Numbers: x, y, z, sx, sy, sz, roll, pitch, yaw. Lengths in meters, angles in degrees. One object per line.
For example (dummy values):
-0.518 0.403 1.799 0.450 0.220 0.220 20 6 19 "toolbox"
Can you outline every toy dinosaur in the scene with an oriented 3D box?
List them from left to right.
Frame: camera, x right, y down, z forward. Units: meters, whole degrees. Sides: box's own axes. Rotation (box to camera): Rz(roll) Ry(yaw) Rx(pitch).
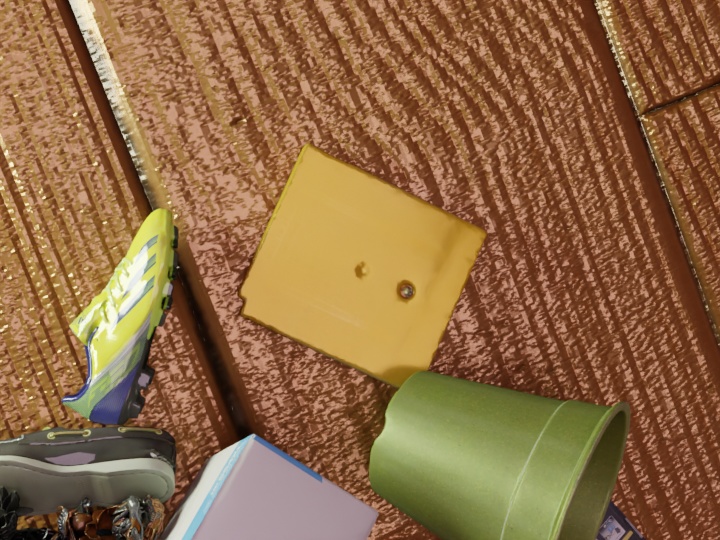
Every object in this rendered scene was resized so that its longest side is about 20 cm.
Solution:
-0.260 0.263 0.865 0.201 0.102 0.136 -56 139 0 "toy dinosaur"

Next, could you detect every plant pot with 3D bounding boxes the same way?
0.115 0.180 0.895 0.189 0.200 0.201 19 85 25 "plant pot"

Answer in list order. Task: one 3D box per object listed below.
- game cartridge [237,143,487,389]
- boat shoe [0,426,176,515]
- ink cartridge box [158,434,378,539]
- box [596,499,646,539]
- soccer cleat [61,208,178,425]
0.000 0.000 0.962 0.199 0.032 0.177 26 85 -8 "game cartridge"
-0.265 0.173 0.891 0.199 0.061 0.072 2 129 -8 "boat shoe"
-0.096 0.237 0.864 0.128 0.200 0.126 34 66 -9 "ink cartridge box"
0.177 0.298 0.985 0.200 0.049 0.161 -44 99 -9 "box"
-0.215 0.038 0.899 0.083 0.065 0.202 14 87 -7 "soccer cleat"
